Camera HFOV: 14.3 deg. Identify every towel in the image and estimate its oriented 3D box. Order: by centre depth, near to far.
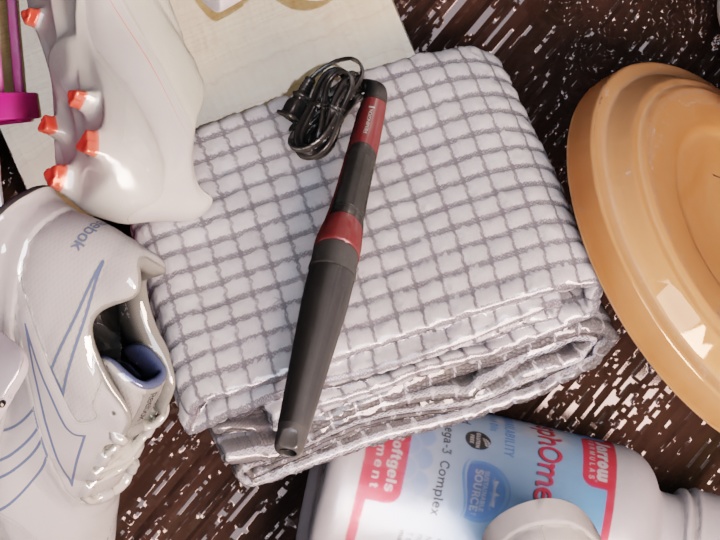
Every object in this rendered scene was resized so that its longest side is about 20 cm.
[{"bbox_3d":[0.000,0.000,1.331,0.200,0.086,0.166,-19,53,-2],"label":"towel"}]

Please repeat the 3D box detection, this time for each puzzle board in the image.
[{"bbox_3d":[-0.090,-0.125,1.387,0.200,0.017,0.151,-23,94,-2],"label":"puzzle board"}]

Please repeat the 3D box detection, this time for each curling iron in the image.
[{"bbox_3d":[-0.018,-0.007,1.274,0.049,0.026,0.200,-13,56,29],"label":"curling iron"}]

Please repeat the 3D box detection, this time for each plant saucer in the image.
[{"bbox_3d":[0.174,-0.009,1.329,0.032,0.200,0.200,-34,97,34],"label":"plant saucer"}]

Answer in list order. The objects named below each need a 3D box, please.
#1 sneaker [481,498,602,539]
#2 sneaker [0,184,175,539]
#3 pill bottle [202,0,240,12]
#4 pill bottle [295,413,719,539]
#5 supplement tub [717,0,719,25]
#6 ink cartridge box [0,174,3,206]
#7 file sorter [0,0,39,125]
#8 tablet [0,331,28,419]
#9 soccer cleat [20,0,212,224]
[{"bbox_3d":[0.118,0.189,1.293,0.073,0.085,0.200,-32,131,15],"label":"sneaker"},{"bbox_3d":[-0.127,0.064,1.282,0.087,0.074,0.200,20,127,29],"label":"sneaker"},{"bbox_3d":[0.001,-0.198,1.326,0.200,0.111,0.111,-31,96,-11],"label":"pill bottle"},{"bbox_3d":[0.074,0.126,1.368,0.200,0.109,0.109,13,93,-5],"label":"pill bottle"},{"bbox_3d":[0.243,-0.165,1.330,0.145,0.145,0.200,9,85,-4],"label":"supplement tub"},{"bbox_3d":[-0.241,0.045,1.379,0.162,0.057,0.200,-5,83,-3],"label":"ink cartridge box"},{"bbox_3d":[-0.236,-0.120,1.277,0.139,0.200,0.126,-6,93,5],"label":"file sorter"},{"bbox_3d":[-0.235,0.051,1.283,0.014,0.200,0.130,27,95,-50],"label":"tablet"},{"bbox_3d":[-0.112,-0.109,1.329,0.077,0.069,0.200,14,56,-37],"label":"soccer cleat"}]
